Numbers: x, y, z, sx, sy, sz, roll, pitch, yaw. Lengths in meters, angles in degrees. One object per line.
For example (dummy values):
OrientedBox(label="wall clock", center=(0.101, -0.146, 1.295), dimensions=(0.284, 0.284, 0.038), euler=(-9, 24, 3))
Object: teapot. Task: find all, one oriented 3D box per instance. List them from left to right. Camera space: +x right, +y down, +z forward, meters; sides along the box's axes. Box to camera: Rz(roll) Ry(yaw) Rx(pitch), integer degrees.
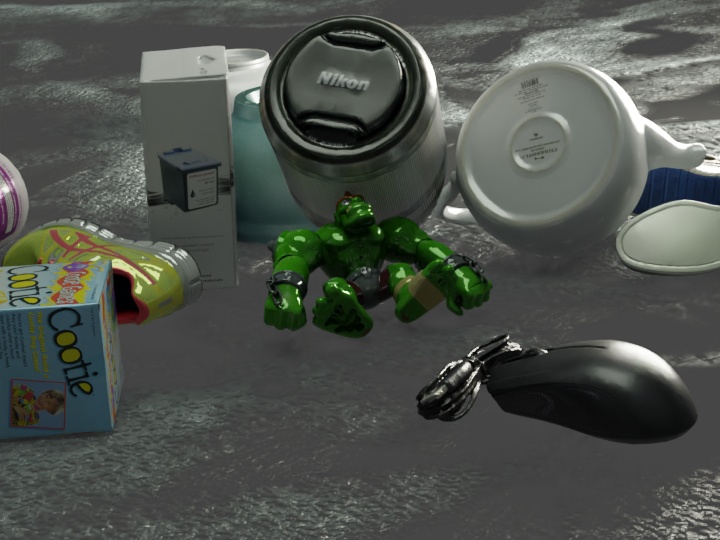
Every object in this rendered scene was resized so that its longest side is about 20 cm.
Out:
OrientedBox(label="teapot", center=(0.191, -0.095, 1.465), dimensions=(0.199, 0.198, 0.146), euler=(34, 0, 31))

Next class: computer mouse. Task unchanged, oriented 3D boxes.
OrientedBox(label="computer mouse", center=(0.149, 0.078, 1.113), dimensions=(0.198, 0.053, 0.138), euler=(9, 22, 30))

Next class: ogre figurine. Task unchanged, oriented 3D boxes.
OrientedBox(label="ogre figurine", center=(0.000, 0.000, 1.309), dimensions=(0.198, 0.099, 0.120), euler=(-23, 41, -10))

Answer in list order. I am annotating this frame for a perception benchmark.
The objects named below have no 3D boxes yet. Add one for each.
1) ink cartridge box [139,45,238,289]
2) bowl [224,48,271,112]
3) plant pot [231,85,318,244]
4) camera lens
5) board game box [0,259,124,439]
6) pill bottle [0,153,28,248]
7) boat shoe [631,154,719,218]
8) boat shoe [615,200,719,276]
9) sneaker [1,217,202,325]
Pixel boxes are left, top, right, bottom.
OrientedBox(label="ink cartridge box", center=(-0.161, -0.099, 1.440), dimensions=(0.085, 0.202, 0.147), euler=(-5, 19, -5))
OrientedBox(label="bowl", center=(-0.165, -0.240, 2.014), dimensions=(0.199, 0.091, 0.201), euler=(-2, 19, 1))
OrientedBox(label="plant pot", center=(-0.070, -0.122, 1.595), dimensions=(0.198, 0.136, 0.201), euler=(-3, 19, 1))
OrientedBox(label="camera lens", center=(-0.002, -0.126, 1.402), dimensions=(0.158, 0.162, 0.200), euler=(0, -22, 8))
OrientedBox(label="board game box", center=(-0.286, 0.061, 1.151), dimensions=(0.198, 0.106, 0.103), euler=(-3, 19, -2))
OrientedBox(label="pill bottle", center=(-0.413, -0.045, 1.462), dimensions=(0.111, 0.113, 0.200), euler=(3, 19, 16))
OrientedBox(label="boat shoe", center=(0.331, -0.085, 1.538), dimensions=(0.198, 0.073, 0.072), euler=(15, 20, 19))
OrientedBox(label="boat shoe", center=(0.329, -0.027, 1.406), dimensions=(0.198, 0.073, 0.062), euler=(-13, -23, -7))
OrientedBox(label="sneaker", center=(-0.244, 0.008, 1.344), dimensions=(0.198, 0.079, 0.090), euler=(4, 27, 26))
